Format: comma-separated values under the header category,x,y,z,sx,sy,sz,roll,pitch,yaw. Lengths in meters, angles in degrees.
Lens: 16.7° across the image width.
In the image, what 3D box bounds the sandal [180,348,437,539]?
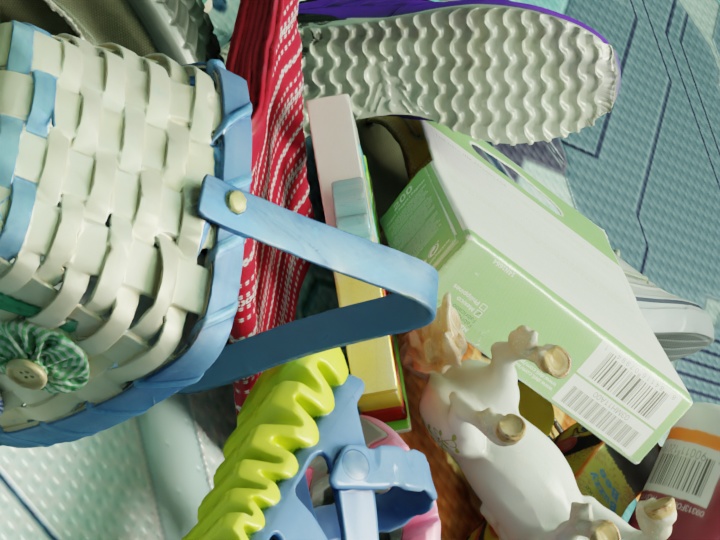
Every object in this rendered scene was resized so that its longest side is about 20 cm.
category,x,y,z,sx,sy,sz,roll,pitch,yaw
sandal,-0.027,0.116,0.965,0.087,0.079,0.200,35,55,-10

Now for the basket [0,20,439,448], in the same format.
category,x,y,z,sx,sy,sz,roll,pitch,yaw
basket,-0.095,-0.002,0.915,0.200,0.176,0.139,18,64,-36

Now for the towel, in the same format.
category,x,y,z,sx,sy,sz,roll,pitch,yaw
towel,-0.039,-0.031,1.059,0.145,0.022,0.200,-80,171,-45

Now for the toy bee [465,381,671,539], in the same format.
category,x,y,z,sx,sy,sz,roll,pitch,yaw
toy bee,0.110,0.099,1.236,0.131,0.109,0.200,46,33,-29

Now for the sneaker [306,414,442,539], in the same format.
category,x,y,z,sx,sy,sz,roll,pitch,yaw
sneaker,0.020,0.162,1.085,0.095,0.079,0.200,47,24,-74

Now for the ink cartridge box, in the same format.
category,x,y,z,sx,sy,sz,roll,pitch,yaw
ink cartridge box,0.077,-0.003,1.206,0.146,0.048,0.200,35,14,-21

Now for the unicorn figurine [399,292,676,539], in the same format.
category,x,y,z,sx,sy,sz,roll,pitch,yaw
unicorn figurine,0.075,0.105,1.100,0.074,0.137,0.200,-18,86,-26

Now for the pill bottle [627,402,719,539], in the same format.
category,x,y,z,sx,sy,sz,roll,pitch,yaw
pill bottle,0.165,0.174,1.162,0.114,0.114,0.200,32,80,-45

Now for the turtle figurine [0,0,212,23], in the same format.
category,x,y,z,sx,sy,sz,roll,pitch,yaw
turtle figurine,-0.118,-0.175,1.103,0.150,0.101,0.200,44,41,-5

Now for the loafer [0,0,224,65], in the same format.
category,x,y,z,sx,sy,sz,roll,pitch,yaw
loafer,-0.122,-0.124,0.995,0.200,0.070,0.075,57,13,-13

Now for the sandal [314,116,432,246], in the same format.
category,x,y,z,sx,sy,sz,roll,pitch,yaw
sandal,0.029,-0.058,1.294,0.080,0.054,0.200,57,28,-10

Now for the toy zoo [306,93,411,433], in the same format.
category,x,y,z,sx,sy,sz,roll,pitch,yaw
toy zoo,0.000,0.000,1.105,0.200,0.020,0.131,70,11,-80

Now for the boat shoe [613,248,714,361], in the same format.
category,x,y,z,sx,sy,sz,roll,pitch,yaw
boat shoe,0.137,0.015,1.394,0.200,0.074,0.067,10,60,-56

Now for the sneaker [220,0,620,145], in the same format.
category,x,y,z,sx,sy,sz,roll,pitch,yaw
sneaker,0.030,-0.111,1.212,0.100,0.200,0.070,-68,158,-65
